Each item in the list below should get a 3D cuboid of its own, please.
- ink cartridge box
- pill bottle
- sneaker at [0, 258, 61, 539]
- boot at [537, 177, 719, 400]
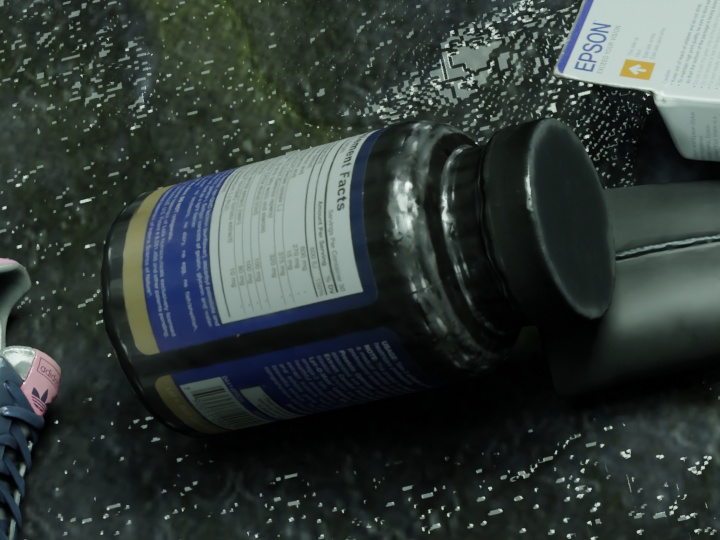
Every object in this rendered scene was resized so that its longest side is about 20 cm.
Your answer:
[{"bbox_3d":[0.205,-0.118,1.104,0.199,0.041,0.200,7,41,17],"label":"ink cartridge box"},{"bbox_3d":[0.000,0.000,1.032,0.200,0.112,0.112,-13,53,26],"label":"pill bottle"},{"bbox_3d":[-0.168,0.073,1.079,0.082,0.070,0.200,-21,56,1],"label":"sneaker"},{"bbox_3d":[0.175,0.026,1.030,0.199,0.066,0.165,-5,47,6],"label":"boot"}]
